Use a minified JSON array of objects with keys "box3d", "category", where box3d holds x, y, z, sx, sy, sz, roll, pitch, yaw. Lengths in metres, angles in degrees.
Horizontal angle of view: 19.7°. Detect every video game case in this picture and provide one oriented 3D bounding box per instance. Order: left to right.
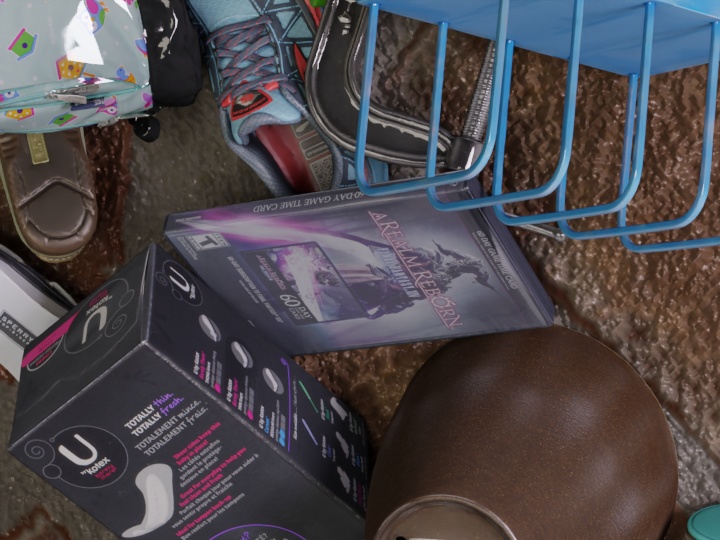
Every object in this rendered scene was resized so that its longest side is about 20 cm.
[{"box3d":[0.000,0.000,1.247,0.198,0.019,0.143,-7,143,25],"category":"video game case"}]

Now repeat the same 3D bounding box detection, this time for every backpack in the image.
[{"box3d":[-0.203,-0.157,1.231,0.198,0.127,0.168,-11,82,-12],"category":"backpack"}]

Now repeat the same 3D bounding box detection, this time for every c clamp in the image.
[{"box3d":[0.056,-0.131,1.222,0.169,0.027,0.202,11,88,6],"category":"c clamp"}]

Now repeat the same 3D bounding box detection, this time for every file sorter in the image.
[{"box3d":[0.112,-0.087,1.112,0.138,0.199,0.124,-6,76,58],"category":"file sorter"}]

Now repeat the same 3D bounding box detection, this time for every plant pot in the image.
[{"box3d":[0.078,0.145,1.213,0.185,0.200,0.189,4,104,17],"category":"plant pot"}]

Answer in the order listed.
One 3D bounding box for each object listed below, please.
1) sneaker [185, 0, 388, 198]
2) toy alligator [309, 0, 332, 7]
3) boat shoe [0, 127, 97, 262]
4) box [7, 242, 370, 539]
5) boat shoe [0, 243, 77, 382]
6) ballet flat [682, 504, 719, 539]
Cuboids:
[{"box3d":[-0.050,-0.112,1.252,0.079,0.095,0.201,-31,92,22],"category":"sneaker"},{"box3d":[-0.046,-0.256,1.245,0.054,0.059,0.202,-1,100,63],"category":"toy alligator"},{"box3d":[-0.210,-0.103,1.324,0.071,0.076,0.202,-4,81,-11],"category":"boat shoe"},{"box3d":[-0.100,0.102,1.272,0.122,0.106,0.200,-36,119,21],"category":"box"},{"box3d":[-0.207,0.044,1.360,0.200,0.068,0.072,40,105,-17],"category":"boat shoe"},{"box3d":[0.293,0.169,1.223,0.198,0.068,0.076,-11,114,18],"category":"ballet flat"}]
